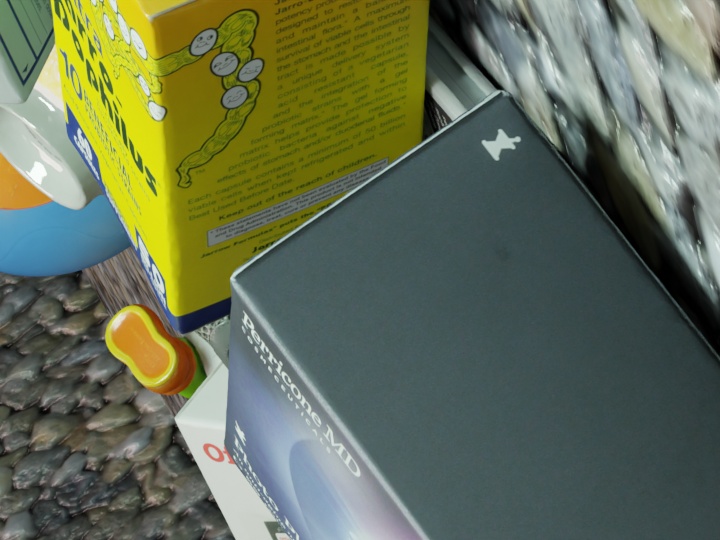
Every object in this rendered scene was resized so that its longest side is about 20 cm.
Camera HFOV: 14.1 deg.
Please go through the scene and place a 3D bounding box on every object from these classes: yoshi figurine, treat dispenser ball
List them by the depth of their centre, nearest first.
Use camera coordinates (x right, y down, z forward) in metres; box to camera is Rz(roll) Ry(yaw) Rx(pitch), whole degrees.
[{"bbox_3d":[-0.068,0.032,1.721,0.112,0.113,0.200,5,170,31],"label":"yoshi figurine"},{"bbox_3d":[-0.200,-0.097,1.798,0.201,0.200,0.201,58,172,13],"label":"treat dispenser ball"}]

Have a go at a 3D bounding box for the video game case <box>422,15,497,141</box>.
[{"bbox_3d":[0.058,-0.009,1.140,0.182,0.023,0.201,53,168,46],"label":"video game case"}]

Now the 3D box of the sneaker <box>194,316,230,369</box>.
[{"bbox_3d":[-0.049,-0.010,1.431,0.091,0.077,0.200,42,-160,-24],"label":"sneaker"}]

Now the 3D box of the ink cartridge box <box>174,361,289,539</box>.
[{"bbox_3d":[0.014,0.129,1.471,0.145,0.084,0.201,3,130,41],"label":"ink cartridge box"}]

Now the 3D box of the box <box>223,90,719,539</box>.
[{"bbox_3d":[0.053,0.078,1.007,0.200,0.123,0.199,52,165,14],"label":"box"}]

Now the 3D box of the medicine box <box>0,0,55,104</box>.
[{"bbox_3d":[-0.195,-0.210,1.361,0.183,0.102,0.201,69,-148,-45],"label":"medicine box"}]

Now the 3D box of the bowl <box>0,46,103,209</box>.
[{"bbox_3d":[-0.137,-0.097,1.536,0.200,0.108,0.200,38,160,17],"label":"bowl"}]

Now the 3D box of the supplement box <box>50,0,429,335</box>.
[{"bbox_3d":[-0.047,-0.088,1.077,0.109,0.109,0.200,59,163,29],"label":"supplement box"}]
